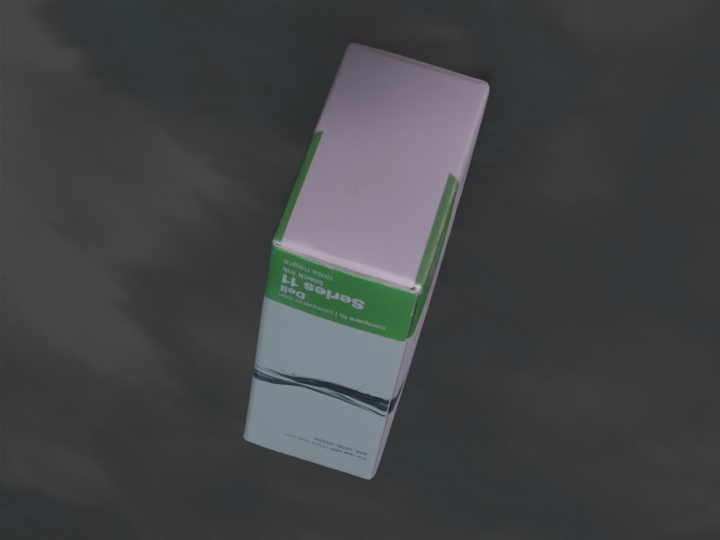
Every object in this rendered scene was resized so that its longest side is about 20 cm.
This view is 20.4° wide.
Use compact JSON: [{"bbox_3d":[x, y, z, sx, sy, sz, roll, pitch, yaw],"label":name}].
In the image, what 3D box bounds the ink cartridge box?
[{"bbox_3d":[0.000,0.000,1.093,0.083,0.147,0.200,17,144,3],"label":"ink cartridge box"}]
